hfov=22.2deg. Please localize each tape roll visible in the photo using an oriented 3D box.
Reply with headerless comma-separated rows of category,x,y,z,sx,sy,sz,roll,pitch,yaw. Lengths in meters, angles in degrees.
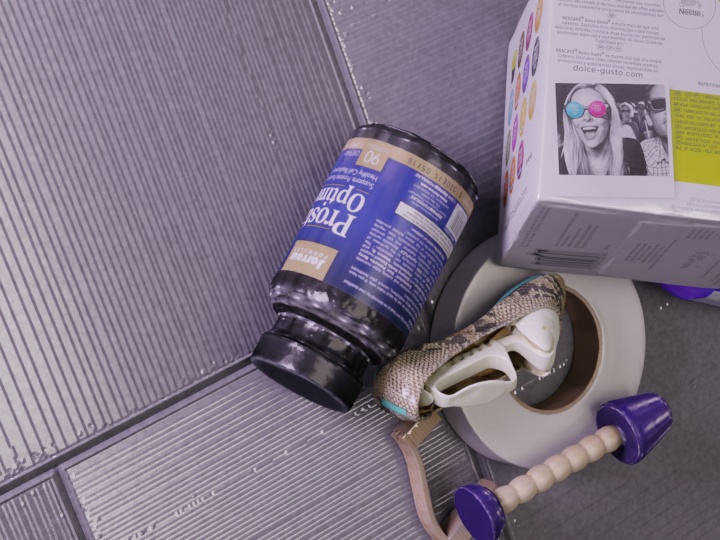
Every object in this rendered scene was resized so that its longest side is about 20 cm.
tape roll,0.149,0.063,1.521,0.202,0.037,0.204,-1,92,-30

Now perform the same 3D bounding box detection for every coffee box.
coffee box,0.220,-0.110,1.407,0.199,0.200,0.199,6,76,-4

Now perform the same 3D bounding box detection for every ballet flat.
ballet flat,0.103,0.068,1.429,0.199,0.075,0.068,-26,127,-28

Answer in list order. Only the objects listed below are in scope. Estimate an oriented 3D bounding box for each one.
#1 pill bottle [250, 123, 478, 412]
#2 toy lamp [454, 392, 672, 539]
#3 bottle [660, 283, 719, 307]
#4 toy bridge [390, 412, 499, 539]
pill bottle,0.000,0.000,1.387,0.112,0.112,0.201,35,74,-27
toy lamp,0.169,0.156,1.486,0.199,0.058,0.058,-26,105,-24
bottle,0.292,-0.015,1.571,0.199,0.065,0.084,12,80,-39
toy bridge,0.088,0.201,1.498,0.067,0.027,0.200,-46,113,-18
